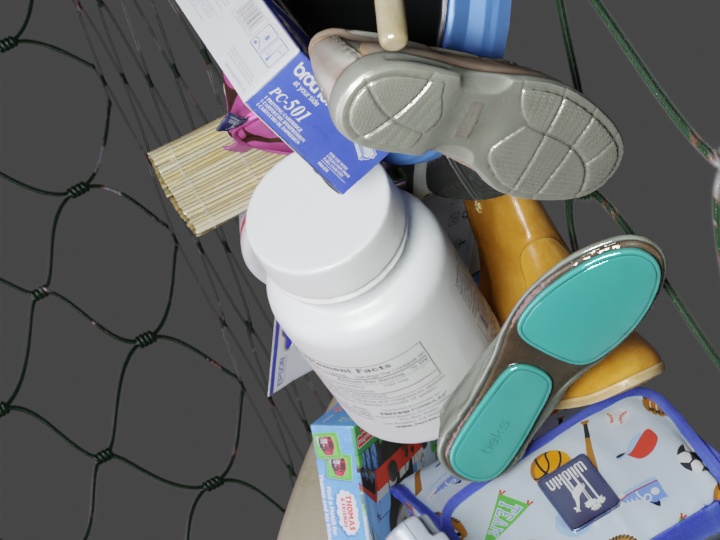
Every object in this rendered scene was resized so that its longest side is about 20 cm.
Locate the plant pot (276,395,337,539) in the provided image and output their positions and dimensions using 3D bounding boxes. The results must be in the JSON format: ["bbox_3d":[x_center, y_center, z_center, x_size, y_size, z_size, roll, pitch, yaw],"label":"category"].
[{"bbox_3d":[0.051,0.181,1.741,0.200,0.199,0.178,81,-166,-60],"label":"plant pot"}]

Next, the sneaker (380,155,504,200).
[{"bbox_3d":[0.065,-0.095,1.397,0.200,0.115,0.076,-20,111,46],"label":"sneaker"}]

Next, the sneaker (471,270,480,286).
[{"bbox_3d":[0.120,0.099,1.569,0.096,0.079,0.201,41,156,58],"label":"sneaker"}]

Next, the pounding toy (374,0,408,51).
[{"bbox_3d":[-0.023,-0.236,1.203,0.142,0.185,0.200,27,-179,-18],"label":"pounding toy"}]

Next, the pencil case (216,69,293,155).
[{"bbox_3d":[-0.059,-0.182,1.570,0.094,0.091,0.201,-20,64,44],"label":"pencil case"}]

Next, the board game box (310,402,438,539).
[{"bbox_3d":[0.025,0.171,1.523,0.151,0.036,0.201,-37,-56,-59],"label":"board game box"}]

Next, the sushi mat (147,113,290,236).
[{"bbox_3d":[-0.049,-0.098,1.601,0.096,0.200,0.012,54,167,39],"label":"sushi mat"}]

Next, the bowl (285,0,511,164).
[{"bbox_3d":[0.016,-0.162,1.309,0.200,0.039,0.202,5,96,58],"label":"bowl"}]

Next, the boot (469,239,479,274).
[{"bbox_3d":[0.072,0.011,1.634,0.175,0.066,0.200,55,165,40],"label":"boot"}]

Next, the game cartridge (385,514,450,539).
[{"bbox_3d":[0.064,0.226,1.360,0.133,0.040,0.200,49,168,16],"label":"game cartridge"}]

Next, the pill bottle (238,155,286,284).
[{"bbox_3d":[-0.037,-0.089,1.676,0.114,0.113,0.201,76,-174,-49],"label":"pill bottle"}]

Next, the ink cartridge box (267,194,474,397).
[{"bbox_3d":[0.000,0.000,1.489,0.039,0.200,0.100,32,130,31],"label":"ink cartridge box"}]

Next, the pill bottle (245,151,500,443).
[{"bbox_3d":[0.007,0.013,1.357,0.114,0.114,0.200,56,180,37],"label":"pill bottle"}]

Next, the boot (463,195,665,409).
[{"bbox_3d":[0.115,0.006,1.405,0.201,0.071,0.145,-174,64,-73],"label":"boot"}]

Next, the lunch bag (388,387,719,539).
[{"bbox_3d":[0.130,0.153,1.400,0.124,0.170,0.200,62,172,-16],"label":"lunch bag"}]

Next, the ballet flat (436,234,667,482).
[{"bbox_3d":[0.106,0.040,1.324,0.067,0.200,0.064,27,-151,-16],"label":"ballet flat"}]

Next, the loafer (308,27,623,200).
[{"bbox_3d":[0.059,-0.092,1.212,0.072,0.200,0.063,-57,43,24],"label":"loafer"}]

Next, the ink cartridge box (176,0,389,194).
[{"bbox_3d":[-0.057,-0.131,1.283,0.094,0.044,0.200,43,-171,-40],"label":"ink cartridge box"}]
